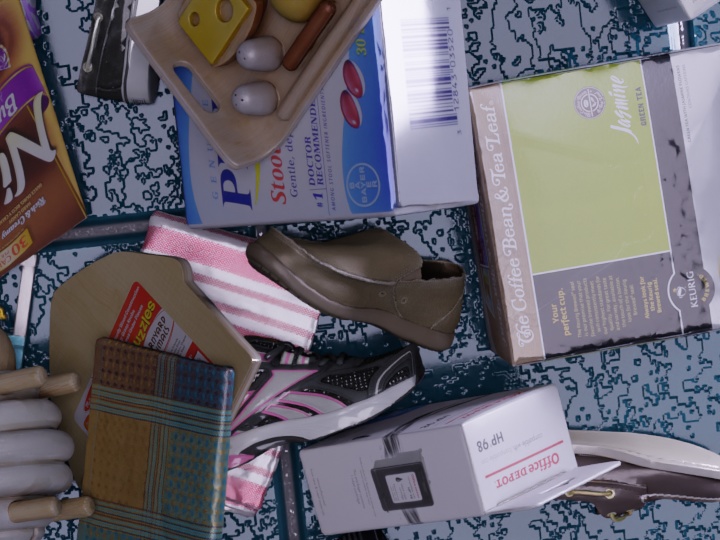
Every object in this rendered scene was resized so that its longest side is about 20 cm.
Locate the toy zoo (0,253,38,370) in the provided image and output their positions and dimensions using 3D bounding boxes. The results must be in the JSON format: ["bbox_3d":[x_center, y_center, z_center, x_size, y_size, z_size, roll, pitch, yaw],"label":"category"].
[{"bbox_3d":[-0.311,0.047,1.728,0.130,0.020,0.202,7,93,-4],"label":"toy zoo"}]

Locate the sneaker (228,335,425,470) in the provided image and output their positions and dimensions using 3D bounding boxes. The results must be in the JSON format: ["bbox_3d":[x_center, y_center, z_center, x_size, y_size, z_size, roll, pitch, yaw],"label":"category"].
[{"bbox_3d":[-0.054,0.083,1.688,0.198,0.080,0.087,-19,90,-1],"label":"sneaker"}]

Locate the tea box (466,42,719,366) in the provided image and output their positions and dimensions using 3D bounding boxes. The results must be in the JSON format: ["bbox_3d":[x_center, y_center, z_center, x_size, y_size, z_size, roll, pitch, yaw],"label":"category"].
[{"bbox_3d":[0.178,-0.049,1.698,0.195,0.134,0.202,-9,93,-4],"label":"tea box"}]

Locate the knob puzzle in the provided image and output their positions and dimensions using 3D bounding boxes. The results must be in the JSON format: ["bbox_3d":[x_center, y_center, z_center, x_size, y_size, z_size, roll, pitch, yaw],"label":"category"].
[{"bbox_3d":[-0.157,0.075,1.684,0.030,0.219,0.222,-2,95,-46],"label":"knob puzzle"}]

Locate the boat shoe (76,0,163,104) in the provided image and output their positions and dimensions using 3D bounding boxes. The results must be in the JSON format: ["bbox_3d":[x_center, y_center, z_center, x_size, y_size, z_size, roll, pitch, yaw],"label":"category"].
[{"bbox_3d":[-0.169,-0.223,1.695,0.063,0.071,0.202,8,89,3],"label":"boat shoe"}]

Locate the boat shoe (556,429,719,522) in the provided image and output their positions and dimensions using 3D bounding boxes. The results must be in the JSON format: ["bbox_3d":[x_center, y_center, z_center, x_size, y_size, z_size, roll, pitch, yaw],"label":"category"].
[{"bbox_3d":[0.177,0.152,1.743,0.198,0.072,0.060,8,99,0],"label":"boat shoe"}]

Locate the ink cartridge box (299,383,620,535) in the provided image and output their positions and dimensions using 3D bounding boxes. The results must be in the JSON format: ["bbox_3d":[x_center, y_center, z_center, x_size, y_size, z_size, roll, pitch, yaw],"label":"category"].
[{"bbox_3d":[0.070,0.131,1.659,0.199,0.115,0.067,-13,94,42],"label":"ink cartridge box"}]

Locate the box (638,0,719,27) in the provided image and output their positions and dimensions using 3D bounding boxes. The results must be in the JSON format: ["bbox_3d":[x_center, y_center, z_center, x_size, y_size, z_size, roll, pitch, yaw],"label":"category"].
[{"bbox_3d":[0.210,-0.287,1.691,0.097,0.124,0.201,-34,95,-1],"label":"box"}]

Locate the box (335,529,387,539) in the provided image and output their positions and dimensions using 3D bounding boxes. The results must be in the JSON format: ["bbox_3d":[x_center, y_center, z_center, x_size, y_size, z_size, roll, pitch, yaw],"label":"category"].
[{"bbox_3d":[-0.017,0.323,1.714,0.198,0.123,0.201,-34,95,0],"label":"box"}]

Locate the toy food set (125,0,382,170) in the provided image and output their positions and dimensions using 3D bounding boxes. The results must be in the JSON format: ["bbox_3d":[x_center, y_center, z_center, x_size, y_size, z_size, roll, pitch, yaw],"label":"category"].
[{"bbox_3d":[-0.072,-0.188,1.567,0.144,0.060,0.200,51,124,22],"label":"toy food set"}]

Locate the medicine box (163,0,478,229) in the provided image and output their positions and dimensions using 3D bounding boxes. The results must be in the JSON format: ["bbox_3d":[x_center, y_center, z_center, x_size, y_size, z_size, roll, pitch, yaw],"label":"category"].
[{"bbox_3d":[-0.029,-0.127,1.646,0.199,0.103,0.184,-3,94,39],"label":"medicine box"}]

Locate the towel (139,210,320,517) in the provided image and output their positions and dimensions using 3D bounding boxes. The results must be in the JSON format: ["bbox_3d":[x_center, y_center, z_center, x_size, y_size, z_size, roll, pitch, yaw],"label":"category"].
[{"bbox_3d":[-0.114,0.069,1.741,0.145,0.030,0.202,17,92,-2],"label":"towel"}]

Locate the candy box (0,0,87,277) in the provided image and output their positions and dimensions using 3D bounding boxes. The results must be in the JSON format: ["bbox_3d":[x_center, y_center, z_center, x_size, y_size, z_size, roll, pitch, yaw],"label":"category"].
[{"bbox_3d":[-0.272,-0.096,1.638,0.116,0.056,0.201,-37,132,-30],"label":"candy box"}]

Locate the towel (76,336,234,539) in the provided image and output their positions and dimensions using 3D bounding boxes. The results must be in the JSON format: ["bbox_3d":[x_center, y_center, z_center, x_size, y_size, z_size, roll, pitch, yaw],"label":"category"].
[{"bbox_3d":[-0.144,0.156,1.639,0.022,0.146,0.202,0,98,-46],"label":"towel"}]

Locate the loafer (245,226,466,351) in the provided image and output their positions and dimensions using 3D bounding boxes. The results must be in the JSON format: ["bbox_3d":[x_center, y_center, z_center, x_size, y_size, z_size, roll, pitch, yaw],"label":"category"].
[{"bbox_3d":[0.000,0.000,1.685,0.199,0.076,0.068,21,97,-45],"label":"loafer"}]

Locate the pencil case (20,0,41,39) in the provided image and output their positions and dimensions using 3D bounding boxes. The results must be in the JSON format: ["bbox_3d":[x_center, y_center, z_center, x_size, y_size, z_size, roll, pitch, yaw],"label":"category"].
[{"bbox_3d":[-0.327,-0.179,1.681,0.198,0.086,0.085,-19,73,-5],"label":"pencil case"}]

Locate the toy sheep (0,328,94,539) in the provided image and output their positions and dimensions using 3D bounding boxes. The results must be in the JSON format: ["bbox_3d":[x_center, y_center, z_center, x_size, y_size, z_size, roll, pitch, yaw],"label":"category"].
[{"bbox_3d":[-0.262,0.137,1.661,0.137,0.138,0.202,-5,78,-3],"label":"toy sheep"}]
